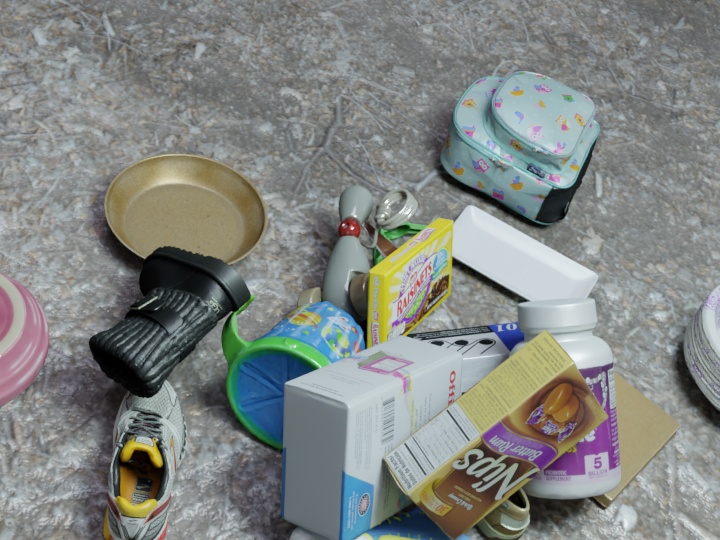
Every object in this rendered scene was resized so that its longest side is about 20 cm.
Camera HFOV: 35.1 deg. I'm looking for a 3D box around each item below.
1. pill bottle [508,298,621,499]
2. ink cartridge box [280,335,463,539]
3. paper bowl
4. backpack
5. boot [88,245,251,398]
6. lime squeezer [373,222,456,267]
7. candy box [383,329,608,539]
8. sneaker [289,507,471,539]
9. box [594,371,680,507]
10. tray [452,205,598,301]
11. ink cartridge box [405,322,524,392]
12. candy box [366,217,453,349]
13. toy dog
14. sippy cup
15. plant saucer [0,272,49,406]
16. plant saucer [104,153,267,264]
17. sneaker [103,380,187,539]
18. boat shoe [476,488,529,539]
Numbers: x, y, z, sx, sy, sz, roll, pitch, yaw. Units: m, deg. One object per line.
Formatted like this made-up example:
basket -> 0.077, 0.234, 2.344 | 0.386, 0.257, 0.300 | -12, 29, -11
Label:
pill bottle -> 0.215, 0.133, 1.210 | 0.112, 0.112, 0.201 | -6, 92, -22
ink cartridge box -> 0.015, 0.163, 1.137 | 0.084, 0.145, 0.200 | 14, 19, 36
paper bowl -> 0.496, 0.115, 1.402 | 0.199, 0.105, 0.201 | 9, 45, -9
backpack -> 0.216, -0.181, 1.566 | 0.199, 0.154, 0.176 | 22, 50, 13
boot -> -0.225, 0.052, 1.219 | 0.158, 0.211, 0.080 | -46, 112, -22
lime squeezer -> 0.045, -0.025, 1.453 | 0.071, 0.038, 0.200 | 54, 47, -9
candy box -> 0.133, 0.162, 1.098 | 0.200, 0.117, 0.057 | -38, 46, 2
sneaker -> 0.029, 0.280, 1.139 | 0.199, 0.076, 0.105 | 20, 29, -1
box -> 0.256, 0.164, 1.338 | 0.200, 0.021, 0.163 | 40, 49, 20
tray -> 0.204, -0.006, 1.484 | 0.199, 0.022, 0.107 | 30, 47, 11
ink cartridge box -> 0.150, 0.098, 1.305 | 0.199, 0.045, 0.094 | -5, 18, -10
candy box -> 0.060, 0.016, 1.328 | 0.026, 0.103, 0.200 | 9, 24, 25
toy dog -> 0.000, 0.000, 1.362 | 0.131, 0.096, 0.201 | 8, 58, 38
sippy cup -> -0.059, 0.104, 1.232 | 0.139, 0.179, 0.130 | -8, 26, 25
plant saucer -> -0.433, 0.062, 1.205 | 0.199, 0.051, 0.201 | 8, 46, -9
plant saucer -> -0.215, -0.064, 1.400 | 0.199, 0.036, 0.201 | 8, 47, -9
sneaker -> -0.211, 0.182, 1.137 | 0.077, 0.082, 0.201 | 5, 45, -11
boat shoe -> 0.121, 0.195, 1.230 | 0.071, 0.076, 0.200 | -22, 56, -30
